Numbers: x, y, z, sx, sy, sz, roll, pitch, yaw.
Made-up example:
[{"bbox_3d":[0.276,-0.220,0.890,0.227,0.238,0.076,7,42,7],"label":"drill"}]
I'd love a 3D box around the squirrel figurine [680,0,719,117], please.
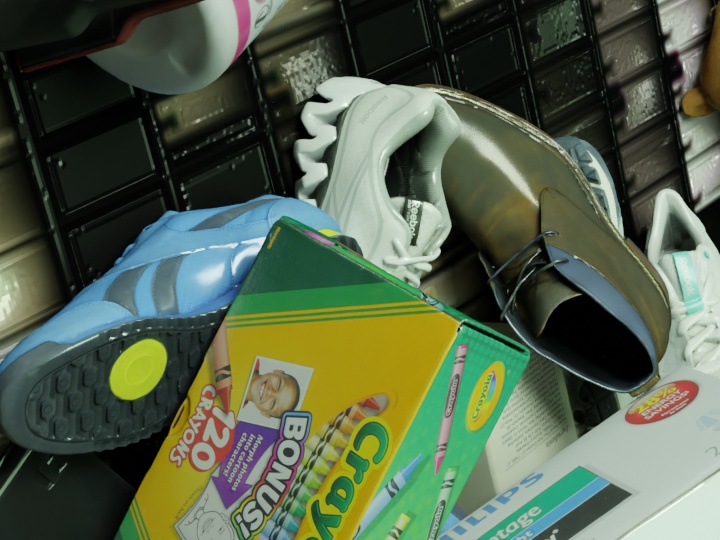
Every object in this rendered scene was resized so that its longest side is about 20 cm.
[{"bbox_3d":[0.309,-0.116,1.146,0.186,0.141,0.202,-15,101,-39],"label":"squirrel figurine"}]

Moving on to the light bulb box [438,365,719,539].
[{"bbox_3d":[0.154,0.188,0.839,0.198,0.125,0.201,-33,104,-12],"label":"light bulb box"}]

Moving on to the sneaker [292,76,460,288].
[{"bbox_3d":[0.000,0.000,0.859,0.075,0.081,0.202,15,82,-48],"label":"sneaker"}]

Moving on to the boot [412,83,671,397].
[{"bbox_3d":[0.092,-0.017,0.901,0.200,0.075,0.097,41,19,-9],"label":"boot"}]

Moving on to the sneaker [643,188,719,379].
[{"bbox_3d":[0.199,0.032,1.021,0.201,0.075,0.089,-99,173,-50],"label":"sneaker"}]

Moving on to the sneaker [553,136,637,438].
[{"bbox_3d":[0.130,0.014,1.017,0.086,0.077,0.201,-36,124,-55],"label":"sneaker"}]

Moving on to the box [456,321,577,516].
[{"bbox_3d":[0.082,0.134,0.960,0.082,0.068,0.201,-29,113,-43],"label":"box"}]

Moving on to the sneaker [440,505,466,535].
[{"bbox_3d":[0.043,0.209,0.902,0.079,0.065,0.201,-60,138,-63],"label":"sneaker"}]

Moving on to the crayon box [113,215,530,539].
[{"bbox_3d":[-0.026,0.093,0.737,0.058,0.118,0.201,24,94,-50],"label":"crayon box"}]

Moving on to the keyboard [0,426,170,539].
[{"bbox_3d":[-0.096,0.132,0.806,0.200,0.021,0.127,49,64,-37],"label":"keyboard"}]

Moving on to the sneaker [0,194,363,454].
[{"bbox_3d":[-0.093,0.018,0.778,0.199,0.078,0.066,-27,136,-36],"label":"sneaker"}]

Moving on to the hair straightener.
[{"bbox_3d":[-0.105,-0.105,0.654,0.077,0.199,0.041,5,88,-44],"label":"hair straightener"}]

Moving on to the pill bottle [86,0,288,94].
[{"bbox_3d":[-0.053,-0.183,0.767,0.200,0.113,0.114,-53,127,-32],"label":"pill bottle"}]
